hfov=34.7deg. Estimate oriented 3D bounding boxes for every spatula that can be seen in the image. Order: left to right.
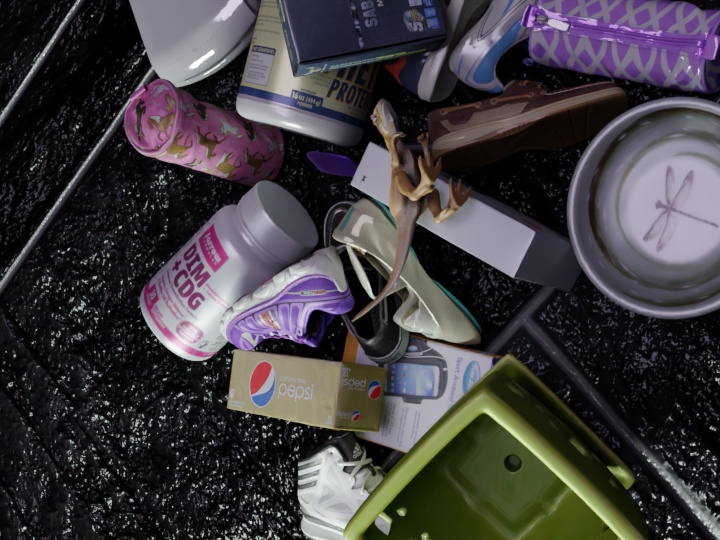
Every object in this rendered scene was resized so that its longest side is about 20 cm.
[{"bbox_3d":[0.033,-0.123,1.239,0.197,0.056,0.021,-6,66,25],"label":"spatula"}]

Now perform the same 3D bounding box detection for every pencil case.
[{"bbox_3d":[-0.168,-0.150,1.272,0.086,0.199,0.084,22,96,32],"label":"pencil case"},{"bbox_3d":[0.251,-0.221,1.085,0.198,0.085,0.085,16,90,31],"label":"pencil case"}]

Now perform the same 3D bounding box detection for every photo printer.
[{"bbox_3d":[-0.200,-0.334,1.383,0.165,0.069,0.203,-29,72,27],"label":"photo printer"}]

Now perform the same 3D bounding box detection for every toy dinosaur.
[{"bbox_3d":[0.045,-0.058,1.051,0.106,0.060,0.204,-16,70,53],"label":"toy dinosaur"}]

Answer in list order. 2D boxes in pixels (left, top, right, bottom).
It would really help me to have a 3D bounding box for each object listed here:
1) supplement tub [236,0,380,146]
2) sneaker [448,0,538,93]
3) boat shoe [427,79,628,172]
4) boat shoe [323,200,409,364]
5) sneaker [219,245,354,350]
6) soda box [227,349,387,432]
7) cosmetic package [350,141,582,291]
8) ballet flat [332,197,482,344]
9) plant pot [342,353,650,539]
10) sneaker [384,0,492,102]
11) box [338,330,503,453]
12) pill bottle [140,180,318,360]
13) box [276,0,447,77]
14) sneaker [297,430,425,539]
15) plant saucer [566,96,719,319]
[{"bbox_3d":[-0.044,-0.247,1.235,0.143,0.144,0.203,18,96,31],"label":"supplement tub"},{"bbox_3d":[0.165,-0.272,1.161,0.072,0.072,0.202,31,98,-4],"label":"sneaker"},{"bbox_3d":[0.160,-0.158,1.131,0.197,0.072,0.073,-16,65,13],"label":"boat shoe"},{"bbox_3d":[0.000,0.000,1.214,0.070,0.064,0.202,-28,56,12],"label":"boat shoe"},{"bbox_3d":[-0.078,0.049,1.197,0.199,0.080,0.084,-33,83,50],"label":"sneaker"},{"bbox_3d":[-0.060,0.126,1.227,0.199,0.063,0.069,1,82,52],"label":"soda box"},{"bbox_3d":[0.108,-0.051,1.122,0.199,0.150,0.052,32,102,29],"label":"cosmetic package"},{"bbox_3d":[0.043,0.018,1.150,0.069,0.070,0.201,-31,111,25],"label":"ballet flat"},{"bbox_3d":[0.130,0.207,1.047,0.199,0.181,0.200,43,110,2],"label":"plant pot"},{"bbox_3d":[0.085,-0.282,1.198,0.084,0.075,0.202,30,102,25],"label":"sneaker"},{"bbox_3d":[0.067,0.131,1.200,0.197,0.041,0.121,13,93,29],"label":"box"},{"bbox_3d":[-0.147,-0.001,1.298,0.200,0.113,0.114,-43,66,22],"label":"pill bottle"},{"bbox_3d":[-0.012,-0.305,1.137,0.155,0.051,0.203,-12,85,-11],"label":"box"},{"bbox_3d":[0.011,0.227,1.184,0.198,0.075,0.117,2,112,34],"label":"sneaker"},{"bbox_3d":[0.292,-0.055,1.062,0.197,0.050,0.204,-3,84,27],"label":"plant saucer"}]
